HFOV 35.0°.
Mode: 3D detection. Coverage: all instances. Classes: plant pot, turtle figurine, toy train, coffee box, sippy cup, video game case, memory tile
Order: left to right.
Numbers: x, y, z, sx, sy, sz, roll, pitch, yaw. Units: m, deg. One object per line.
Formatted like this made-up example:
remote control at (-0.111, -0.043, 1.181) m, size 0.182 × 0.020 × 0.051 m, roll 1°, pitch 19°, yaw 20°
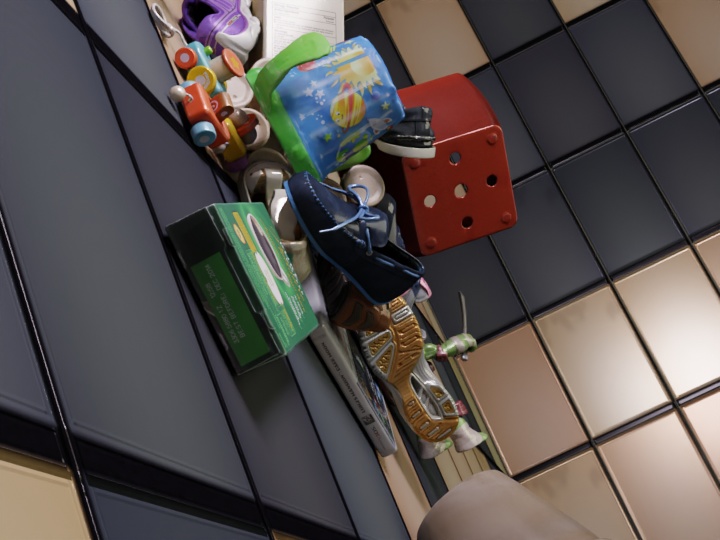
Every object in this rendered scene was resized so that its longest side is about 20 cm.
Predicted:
toy train at (-0.147, -0.185, 1.140) m, size 0.150 × 0.056 × 0.200 m, roll 57°, pitch 9°, yaw -53°
coffee box at (-0.086, 0.009, 0.891) m, size 0.123 × 0.044 × 0.200 m, roll 64°, pitch 6°, yaw -2°
memory tile at (-0.072, -0.144, 1.263) m, size 0.200 × 0.153 × 0.017 m, roll 66°, pitch -27°, yaw 6°
sippy cup at (-0.031, -0.170, 1.168) m, size 0.140 × 0.130 × 0.178 m, roll 62°, pitch 0°, yaw -7°
video game case at (-0.020, 0.085, 1.272) m, size 0.182 × 0.023 × 0.200 m, roll 61°, pitch 6°, yaw -26°
plant pot at (0.093, -0.121, 1.454) m, size 0.176 × 0.200 × 0.200 m, roll -138°, pitch -148°, yaw -65°
turtle figurine at (0.102, 0.141, 1.533) m, size 0.200 × 0.144 × 0.194 m, roll -42°, pitch 109°, yaw -80°
plant pot at (0.153, 0.304, 1.162) m, size 0.174 × 0.200 × 0.200 m, roll 49°, pitch -4°, yaw 32°

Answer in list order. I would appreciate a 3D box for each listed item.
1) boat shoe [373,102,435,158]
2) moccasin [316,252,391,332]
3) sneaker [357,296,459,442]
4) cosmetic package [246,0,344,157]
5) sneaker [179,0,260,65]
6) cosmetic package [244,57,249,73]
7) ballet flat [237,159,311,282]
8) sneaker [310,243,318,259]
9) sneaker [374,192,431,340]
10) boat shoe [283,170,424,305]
boat shoe at (0.024, -0.180, 1.314) m, size 0.199 × 0.074 × 0.066 m, roll -142°, pitch -125°, yaw -60°
moccasin at (0.001, -0.001, 1.260) m, size 0.078 × 0.074 × 0.201 m, roll 23°, pitch 21°, yaw -21°
sneaker at (0.043, 0.111, 1.351) m, size 0.200 × 0.076 × 0.088 m, roll 66°, pitch -11°, yaw -9°
cosmetic package at (-0.076, -0.229, 1.336) m, size 0.071 × 0.105 × 0.200 m, roll 145°, pitch -51°, yaw -64°
sneaker at (-0.175, -0.304, 1.337) m, size 0.083 × 0.081 × 0.200 m, roll 27°, pitch 13°, yaw -28°
cosmetic package at (-0.093, -0.208, 1.438) m, size 0.200 × 0.081 × 0.113 m, roll 61°, pitch -23°, yaw -3°
ballet flat at (-0.079, -0.065, 1.120) m, size 0.200 × 0.067 × 0.062 m, roll -111°, pitch -159°, yaw -47°
sneaker at (-0.022, -0.007, 1.470) m, size 0.072 × 0.072 × 0.200 m, roll 20°, pitch -17°, yaw 11°
sneaker at (0.046, 0.000, 1.377) m, size 0.070 × 0.082 × 0.200 m, roll -83°, pitch 175°, yaw -64°
boat shoe at (-0.003, -0.042, 1.111) m, size 0.200 × 0.069 × 0.084 m, roll 42°, pitch 26°, yaw -52°
